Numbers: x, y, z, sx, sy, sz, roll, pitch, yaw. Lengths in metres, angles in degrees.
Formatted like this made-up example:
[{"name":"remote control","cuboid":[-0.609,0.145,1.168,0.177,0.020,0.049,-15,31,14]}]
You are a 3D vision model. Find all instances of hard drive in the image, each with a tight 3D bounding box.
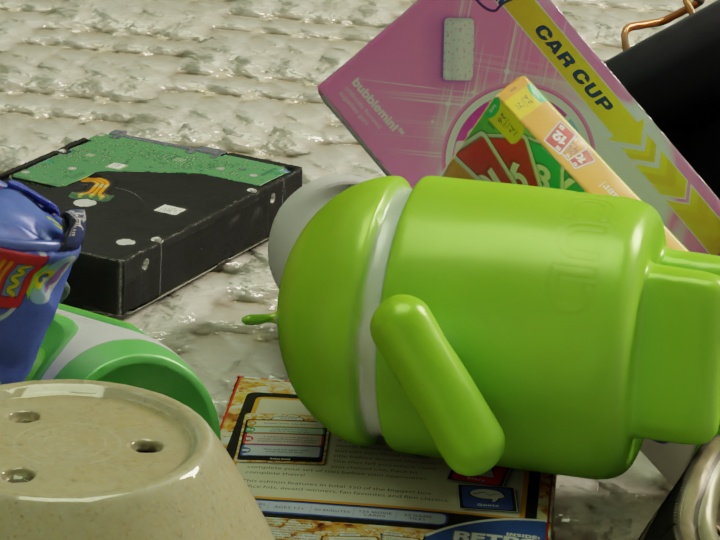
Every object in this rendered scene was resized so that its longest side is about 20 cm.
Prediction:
[{"name":"hard drive","cuboid":[-0.138,-0.029,1.455,0.139,0.038,0.200,12,22,24]}]

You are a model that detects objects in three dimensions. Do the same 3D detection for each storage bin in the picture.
[{"name":"storage bin","cuboid":[0.208,-0.075,1.413,0.199,0.147,0.134,-28,-15,39]}]

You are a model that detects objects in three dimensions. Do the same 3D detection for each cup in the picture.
[{"name":"cup","cuboid":[-0.101,0.122,0.881,0.198,0.144,0.201,3,20,-1]}]

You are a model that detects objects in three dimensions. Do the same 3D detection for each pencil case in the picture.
[{"name":"pencil case","cuboid":[-0.167,0.052,0.991,0.078,0.201,0.087,33,23,32]}]

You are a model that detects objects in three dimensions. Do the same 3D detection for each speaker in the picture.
[{"name":"speaker","cuboid":[-0.134,0.058,1.093,0.088,0.089,0.200,-8,10,-29]},{"name":"speaker","cuboid":[0.000,0.000,1.269,0.080,0.082,0.200,1,7,-7]}]

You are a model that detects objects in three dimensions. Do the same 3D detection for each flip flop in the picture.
[{"name":"flip flop","cuboid":[0.134,0.129,1.013,0.057,0.081,0.200,30,18,-2]}]

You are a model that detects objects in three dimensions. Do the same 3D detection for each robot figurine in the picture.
[{"name":"robot figurine","cuboid":[0.055,0.022,1.079,0.198,0.117,0.175,7,13,13]}]

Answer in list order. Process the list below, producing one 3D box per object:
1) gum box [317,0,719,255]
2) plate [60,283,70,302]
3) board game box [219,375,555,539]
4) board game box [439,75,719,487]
[{"name":"gum box","cuboid":[0.085,-0.048,1.271,0.113,0.200,0.066,-40,-1,0]},{"name":"plate","cuboid":[-0.236,0.019,1.232,0.198,0.026,0.200,0,-11,0]},{"name":"board game box","cuboid":[0.007,0.105,1.087,0.150,0.047,0.200,4,20,5]},{"name":"board game box","cuboid":[0.115,0.015,1.155,0.200,0.096,0.030,46,53,8]}]
